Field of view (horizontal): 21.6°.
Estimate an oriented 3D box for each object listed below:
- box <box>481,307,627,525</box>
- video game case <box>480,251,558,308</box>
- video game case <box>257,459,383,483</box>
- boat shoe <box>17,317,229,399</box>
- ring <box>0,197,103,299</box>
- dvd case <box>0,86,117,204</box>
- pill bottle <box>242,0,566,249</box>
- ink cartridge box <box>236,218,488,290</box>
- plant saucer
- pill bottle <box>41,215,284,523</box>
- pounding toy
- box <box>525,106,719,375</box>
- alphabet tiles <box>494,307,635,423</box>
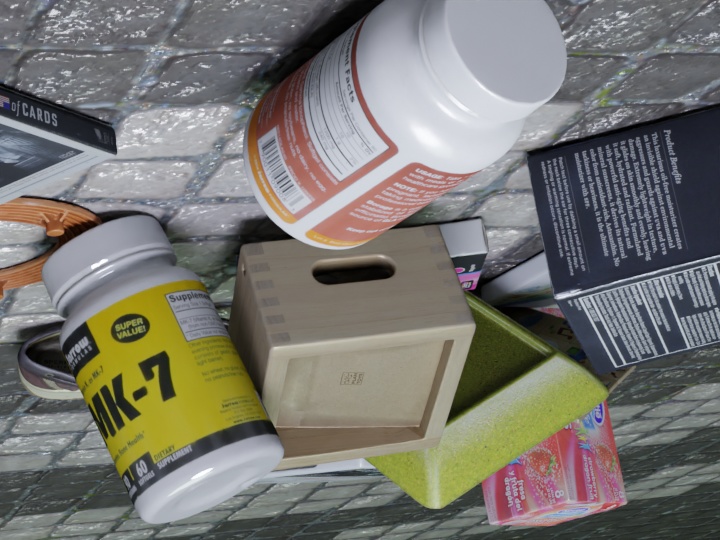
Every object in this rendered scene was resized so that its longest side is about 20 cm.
[{"bbox_3d":[0.167,0.132,1.767,0.095,0.200,0.103,-23,159,36],"label":"box"},{"bbox_3d":[0.235,-0.007,1.663,0.182,0.022,0.200,2,159,-35],"label":"video game case"},{"bbox_3d":[-0.012,0.173,1.696,0.182,0.023,0.200,-10,170,36],"label":"video game case"},{"bbox_3d":[-0.191,0.072,1.594,0.200,0.072,0.065,-3,167,-4],"label":"boat shoe"},{"bbox_3d":[-0.283,-0.010,1.363,0.200,0.019,0.200,-8,163,-3],"label":"ring"},{"bbox_3d":[-0.267,-0.076,1.145,0.150,0.025,0.200,-20,161,27],"label":"dvd case"},{"bbox_3d":[0.025,-0.095,1.100,0.112,0.112,0.200,2,159,-35],"label":"pill bottle"},{"bbox_3d":[0.000,0.000,1.532,0.200,0.037,0.095,-6,162,-5],"label":"ink cartridge box"},{"bbox_3d":[0.072,0.089,1.587,0.200,0.200,0.048,-30,132,-26],"label":"plant saucer"},{"bbox_3d":[-0.146,0.069,1.354,0.114,0.200,0.114,-26,164,-8],"label":"pill bottle"},{"bbox_3d":[0.000,0.051,1.462,0.200,0.142,0.184,-6,141,-17],"label":"pounding toy"},{"bbox_3d":[0.247,-0.024,1.421,0.198,0.123,0.200,-13,158,11],"label":"box"},{"bbox_3d":[0.129,0.080,1.652,0.200,0.006,0.166,16,-144,32],"label":"alphabet tiles"}]
